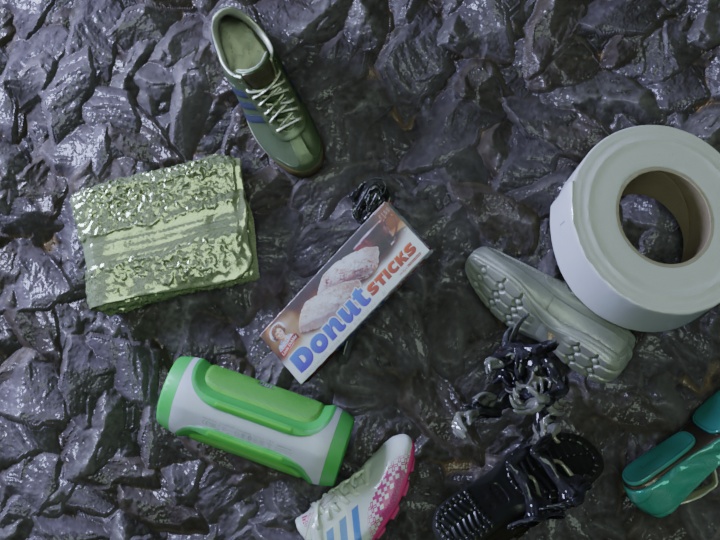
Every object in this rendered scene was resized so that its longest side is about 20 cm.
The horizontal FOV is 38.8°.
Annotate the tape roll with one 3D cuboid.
[{"bbox_3d":[0.298,-0.044,1.051,0.198,0.071,0.207,2,72,-7],"label":"tape roll"}]

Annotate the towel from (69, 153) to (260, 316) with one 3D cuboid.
[{"bbox_3d":[-0.213,-0.041,1.116,0.196,0.036,0.152,-12,84,1],"label":"towel"}]

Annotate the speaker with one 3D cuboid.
[{"bbox_3d":[-0.109,0.157,1.071,0.196,0.088,0.090,19,86,4],"label":"speaker"}]

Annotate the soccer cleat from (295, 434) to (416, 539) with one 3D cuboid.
[{"bbox_3d":[-0.015,0.252,1.062,0.085,0.070,0.203,29,89,-12],"label":"soccer cleat"}]

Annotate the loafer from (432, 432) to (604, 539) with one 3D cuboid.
[{"bbox_3d":[0.163,0.237,1.069,0.197,0.072,0.074,-24,54,-11],"label":"loafer"}]

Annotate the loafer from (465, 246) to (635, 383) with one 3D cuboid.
[{"bbox_3d":[0.200,0.038,1.084,0.199,0.070,0.070,38,54,8],"label":"loafer"}]

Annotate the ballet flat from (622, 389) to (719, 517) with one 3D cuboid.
[{"bbox_3d":[0.363,0.186,1.067,0.199,0.067,0.071,-37,109,-1],"label":"ballet flat"}]

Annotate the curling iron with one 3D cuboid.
[{"bbox_3d":[0.000,0.000,1.111,0.049,0.025,0.204,9,91,25],"label":"curling iron"}]

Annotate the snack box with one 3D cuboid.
[{"bbox_3d":[-0.016,0.025,1.087,0.072,0.024,0.200,46,100,10],"label":"snack box"}]

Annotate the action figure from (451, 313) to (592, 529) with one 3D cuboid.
[{"bbox_3d":[0.158,0.143,1.012,0.100,0.119,0.204,3,62,-33],"label":"action figure"}]

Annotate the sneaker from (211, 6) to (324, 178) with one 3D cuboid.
[{"bbox_3d":[-0.105,-0.194,1.096,0.066,0.090,0.203,-30,85,-1],"label":"sneaker"}]
